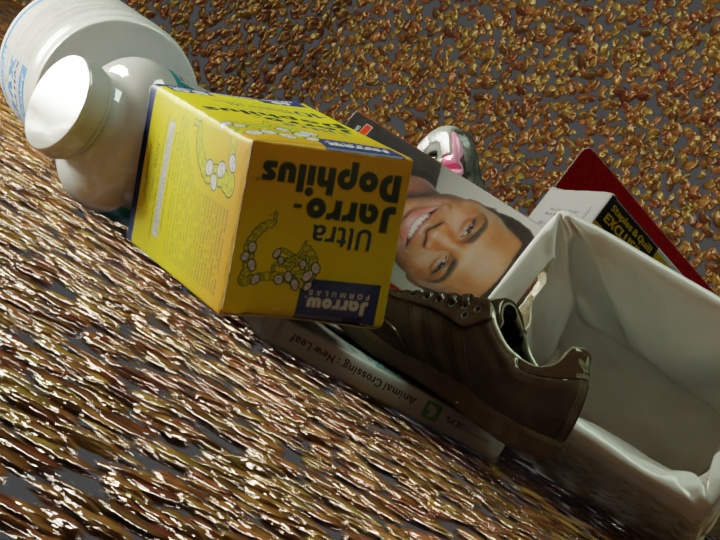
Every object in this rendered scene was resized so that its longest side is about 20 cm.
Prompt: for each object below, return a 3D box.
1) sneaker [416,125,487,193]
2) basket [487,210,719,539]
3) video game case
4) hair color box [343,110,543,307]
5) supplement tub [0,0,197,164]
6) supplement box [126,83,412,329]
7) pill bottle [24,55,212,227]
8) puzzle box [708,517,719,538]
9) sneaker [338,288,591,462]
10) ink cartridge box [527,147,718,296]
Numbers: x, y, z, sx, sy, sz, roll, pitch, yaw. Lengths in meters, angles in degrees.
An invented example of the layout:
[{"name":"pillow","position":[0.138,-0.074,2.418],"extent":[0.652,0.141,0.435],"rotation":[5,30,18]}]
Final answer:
[{"name":"sneaker","position":[0.089,-0.016,1.785],"extent":[0.095,0.201,0.079],"rotation":[-10,10,-33]},{"name":"basket","position":[0.178,0.079,1.520],"extent":[0.200,0.136,0.123],"rotation":[32,-20,17]},{"name":"video game case","position":[-0.010,0.052,1.508],"extent":[0.182,0.022,0.200],"rotation":[29,3,-19]},{"name":"hair color box","position":[0.044,-0.021,1.637],"extent":[0.200,0.102,0.061],"rotation":[33,-16,29]},{"name":"supplement tub","position":[-0.207,-0.147,1.782],"extent":[0.132,0.132,0.200],"rotation":[29,4,-20]},{"name":"supplement box","position":[-0.062,-0.044,1.439],"extent":[0.108,0.110,0.200],"rotation":[5,12,-24]},{"name":"pill bottle","position":[-0.134,-0.077,1.583],"extent":[0.200,0.111,0.111],"rotation":[26,5,-39]},{"name":"puzzle box","position":[0.301,0.186,1.850],"extent":[0.200,0.025,0.133],"rotation":[15,13,-38]},{"name":"sneaker","position":[0.066,0.044,1.434],"extent":[0.200,0.076,0.070],"rotation":[34,5,35]},{"name":"ink cartridge box","position":[0.199,0.035,1.721],"extent":[0.200,0.176,0.084],"rotation":[45,-17,-28]}]
